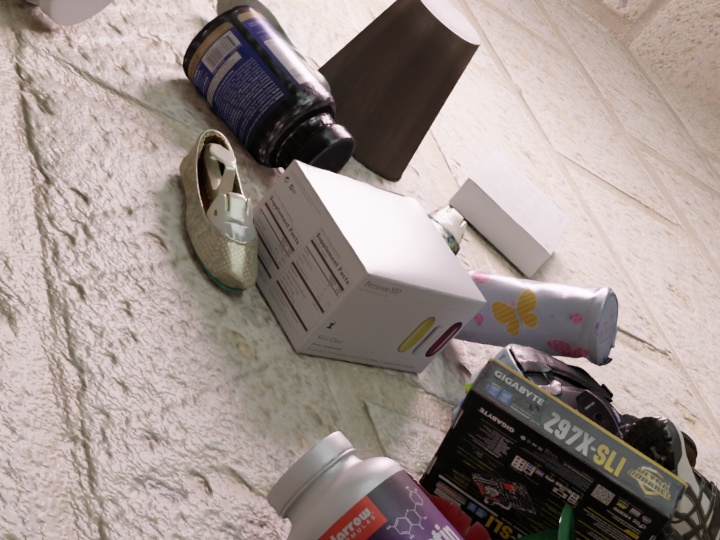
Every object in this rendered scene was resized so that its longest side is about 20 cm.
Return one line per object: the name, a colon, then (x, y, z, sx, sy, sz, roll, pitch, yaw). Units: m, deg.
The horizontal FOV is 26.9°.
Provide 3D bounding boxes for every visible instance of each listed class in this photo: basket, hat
basket: (0.049, -0.248, 1.901, 0.180, 0.200, 0.136, 46, 23, 8)
hat: (0.087, 0.268, 1.247, 0.173, 0.168, 0.200, 3, 8, 12)

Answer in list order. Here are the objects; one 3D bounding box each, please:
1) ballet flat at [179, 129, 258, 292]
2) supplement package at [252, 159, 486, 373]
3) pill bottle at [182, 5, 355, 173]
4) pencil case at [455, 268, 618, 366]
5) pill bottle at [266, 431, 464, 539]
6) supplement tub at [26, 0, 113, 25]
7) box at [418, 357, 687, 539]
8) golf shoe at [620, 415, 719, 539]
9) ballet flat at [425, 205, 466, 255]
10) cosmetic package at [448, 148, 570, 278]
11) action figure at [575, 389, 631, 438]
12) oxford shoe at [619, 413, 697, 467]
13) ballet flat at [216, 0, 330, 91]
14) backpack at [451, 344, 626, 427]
ballet flat: (-0.135, -0.064, 1.438, 0.067, 0.063, 0.201, 10, 36, -29)
supplement package: (0.000, 0.000, 1.490, 0.199, 0.111, 0.156, 13, 36, -50)
pill bottle: (-0.098, -0.187, 1.660, 0.201, 0.112, 0.111, 50, 23, 17)
pencil case: (0.178, 0.048, 1.616, 0.197, 0.084, 0.091, 8, -1, 20)
pill bottle: (0.021, 0.221, 1.124, 0.200, 0.113, 0.112, 47, 23, 12)
supplement tub: (-0.334, -0.366, 1.548, 0.200, 0.141, 0.140, 47, 23, 11)
box: (0.161, 0.188, 1.306, 0.199, 0.161, 0.049, 32, 48, 9)
golf shoe: (0.284, 0.196, 1.341, 0.078, 0.094, 0.202, 43, -29, 46)
ballet flat: (0.085, -0.042, 1.671, 0.074, 0.074, 0.200, 41, -2, -2)
cosmetic package: (0.208, -0.081, 2.066, 0.150, 0.052, 0.200, 41, 22, 2)
action figure: (0.230, 0.193, 1.422, 0.069, 0.130, 0.200, 39, -10, 31)
oxford shoe: (0.328, 0.223, 1.717, 0.199, 0.072, 0.085, 14, 52, -47)
ballet flat: (-0.116, -0.270, 1.843, 0.200, 0.068, 0.064, 47, 30, 10)
backpack: (0.184, 0.154, 1.509, 0.164, 0.153, 0.200, 62, 7, 31)
